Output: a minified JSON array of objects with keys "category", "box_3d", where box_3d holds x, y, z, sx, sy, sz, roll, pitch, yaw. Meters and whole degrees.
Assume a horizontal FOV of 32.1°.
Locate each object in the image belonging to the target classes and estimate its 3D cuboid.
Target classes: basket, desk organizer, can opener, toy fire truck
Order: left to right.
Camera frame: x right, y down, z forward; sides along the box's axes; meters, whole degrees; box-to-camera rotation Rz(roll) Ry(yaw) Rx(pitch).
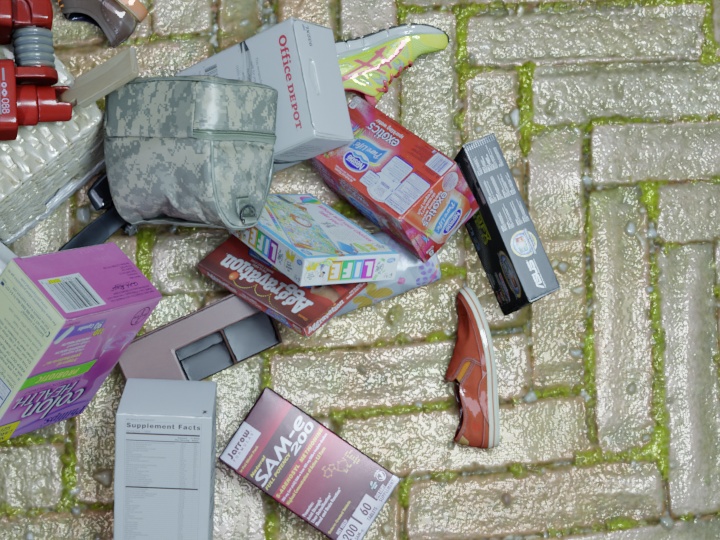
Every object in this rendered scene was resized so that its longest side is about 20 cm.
[{"category":"basket","box_3d":[-0.424,-0.173,1.505,0.198,0.161,0.200,-41,88,-10]},{"category":"toy fire truck","box_3d":[-0.355,-0.241,1.389,0.197,0.129,0.178,-3,82,-18]},{"category":"can opener","box_3d":[-0.324,-0.043,1.506,0.078,0.063,0.201,41,51,-7]},{"category":"desk organizer","box_3d":[-0.196,0.091,1.530,0.198,0.072,0.078,-25,87,-7]}]

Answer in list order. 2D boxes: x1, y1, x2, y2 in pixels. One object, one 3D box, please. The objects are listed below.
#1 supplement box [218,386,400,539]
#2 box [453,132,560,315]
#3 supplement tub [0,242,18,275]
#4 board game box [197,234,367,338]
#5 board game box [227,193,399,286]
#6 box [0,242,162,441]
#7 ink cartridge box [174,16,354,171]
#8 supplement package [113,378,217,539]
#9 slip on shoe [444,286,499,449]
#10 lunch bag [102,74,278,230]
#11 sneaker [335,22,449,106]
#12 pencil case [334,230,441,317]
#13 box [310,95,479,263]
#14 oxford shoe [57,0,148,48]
[{"category":"supplement box","box_3d":[-0.063,0.241,1.524,0.199,0.061,0.109,34,81,2]},{"category":"box","box_3d":[0.170,-0.052,1.534,0.044,0.160,0.202,-22,85,-6]},{"category":"supplement tub","box_3d":[-0.482,0.057,1.469,0.145,0.145,0.200,41,88,2]},{"category":"board game box","box_3d":[-0.095,0.004,1.496,0.199,0.020,0.103,28,59,38]},{"category":"board game box","box_3d":[-0.065,-0.040,1.480,0.133,0.200,0.035,-4,115,-35]},{"category":"box","box_3d":[-0.351,0.080,1.410,0.097,0.175,0.200,45,113,15]},{"category":"ink cartridge box","box_3d":[-0.118,-0.198,1.517,0.198,0.083,0.147,-17,80,35]},{"category":"supplement package","box_3d":[-0.224,0.239,1.451,0.112,0.110,0.203,3,106,-5]},{"category":"slip on shoe","box_3d":[0.135,0.121,1.554,0.060,0.074,0.203,-4,87,-2]},{"category":"lunch bag","box_3d":[-0.198,-0.133,1.439,0.198,0.139,0.170,6,94,36]},{"category":"sneaker","box_3d":[0.022,-0.257,1.601,0.198,0.078,0.091,-16,91,-1]},{"category":"pencil case","box_3d":[0.000,0.000,1.553,0.198,0.084,0.091,-17,54,-6]},{"category":"box","box_3d":[0.036,-0.112,1.517,0.100,0.096,0.200,-44,50,-8]},{"category":"oxford shoe","box_3d":[-0.368,-0.362,1.582,0.199,0.071,0.073,37,86,1]}]
